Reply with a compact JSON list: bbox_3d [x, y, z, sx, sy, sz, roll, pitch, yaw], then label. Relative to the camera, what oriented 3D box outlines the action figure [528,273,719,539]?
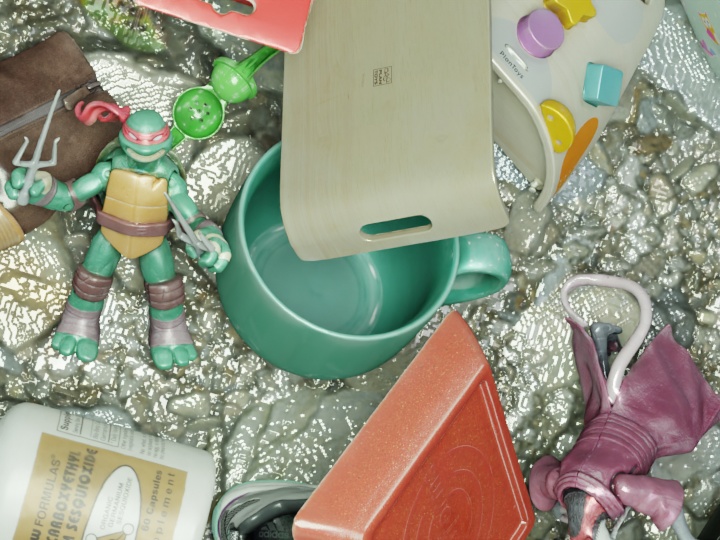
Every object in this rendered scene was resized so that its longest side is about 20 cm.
[{"bbox_3d":[0.180,0.119,1.225,0.133,0.201,0.150,2,128,28],"label":"action figure"}]

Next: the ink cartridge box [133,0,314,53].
[{"bbox_3d":[-0.073,-0.237,1.140,0.115,0.067,0.202,16,78,-11],"label":"ink cartridge box"}]

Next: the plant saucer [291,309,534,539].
[{"bbox_3d":[0.048,0.164,1.173,0.200,0.036,0.201,-50,137,-33],"label":"plant saucer"}]

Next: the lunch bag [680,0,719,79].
[{"bbox_3d":[0.285,-0.202,1.251,0.121,0.170,0.202,-16,93,-2],"label":"lunch bag"}]

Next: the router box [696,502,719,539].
[{"bbox_3d":[0.255,0.266,1.271,0.201,0.051,0.149,-56,137,-5],"label":"router box"}]

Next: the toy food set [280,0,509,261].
[{"bbox_3d":[0.026,-0.111,1.154,0.142,0.060,0.202,-9,66,21],"label":"toy food set"}]

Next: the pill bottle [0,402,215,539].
[{"bbox_3d":[-0.205,0.151,1.195,0.198,0.114,0.116,16,88,-10],"label":"pill bottle"}]

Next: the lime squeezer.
[{"bbox_3d":[-0.105,-0.115,1.221,0.200,0.071,0.038,-38,87,34],"label":"lime squeezer"}]

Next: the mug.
[{"bbox_3d":[-0.009,0.005,1.215,0.184,0.114,0.153,35,62,-2],"label":"mug"}]

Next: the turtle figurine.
[{"bbox_3d":[-0.149,-0.032,1.183,0.148,0.101,0.202,15,125,10],"label":"turtle figurine"}]

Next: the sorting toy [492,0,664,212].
[{"bbox_3d":[0.132,-0.182,1.276,0.200,0.107,0.180,47,64,-7],"label":"sorting toy"}]

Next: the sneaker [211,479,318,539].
[{"bbox_3d":[0.002,0.184,1.218,0.198,0.140,0.079,-1,90,-10],"label":"sneaker"}]

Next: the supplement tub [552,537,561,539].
[{"bbox_3d":[0.093,0.282,1.254,0.200,0.107,0.107,-44,97,-8],"label":"supplement tub"}]

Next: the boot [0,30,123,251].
[{"bbox_3d":[-0.269,-0.115,1.218,0.166,0.072,0.201,-39,95,-20],"label":"boot"}]
